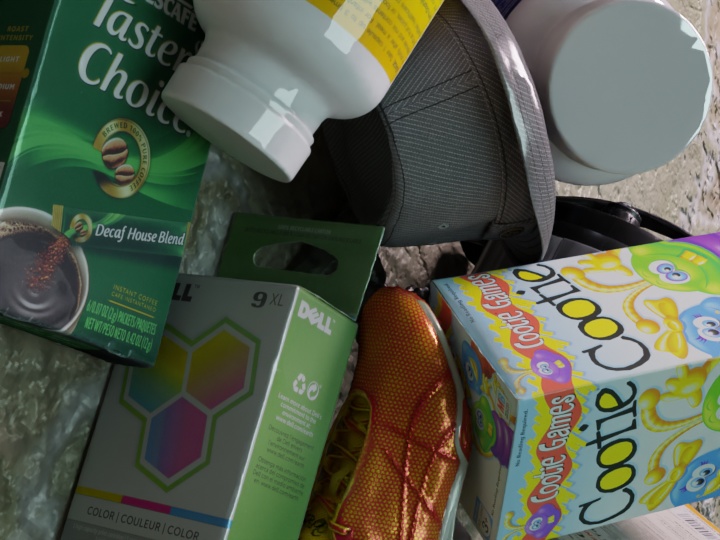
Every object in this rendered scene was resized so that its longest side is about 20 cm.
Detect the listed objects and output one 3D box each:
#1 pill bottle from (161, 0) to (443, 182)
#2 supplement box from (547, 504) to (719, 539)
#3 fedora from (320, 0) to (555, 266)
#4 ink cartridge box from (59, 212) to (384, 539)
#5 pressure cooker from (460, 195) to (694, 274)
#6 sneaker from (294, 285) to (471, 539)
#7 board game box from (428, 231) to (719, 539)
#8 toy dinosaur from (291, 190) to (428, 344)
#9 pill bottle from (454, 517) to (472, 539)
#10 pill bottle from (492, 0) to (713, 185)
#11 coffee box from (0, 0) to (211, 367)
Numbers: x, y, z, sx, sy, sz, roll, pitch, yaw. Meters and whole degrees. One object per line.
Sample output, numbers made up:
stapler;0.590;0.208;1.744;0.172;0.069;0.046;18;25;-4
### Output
pill bottle;-0.010;-0.145;0.666;0.201;0.104;0.104;-58;139;-7
supplement box;0.142;0.207;0.814;0.199;0.073;0.127;8;115;-52
fedora;0.031;-0.071;0.770;0.090;0.200;0.178;-21;88;-9
ink cartridge box;-0.068;0.056;0.707;0.059;0.103;0.201;35;67;-51
pressure cooker;0.146;0.048;0.916;0.175;0.178;0.201;33;75;-18
sneaker;0.008;0.108;0.703;0.077;0.073;0.201;5;86;-32
board game box;0.142;0.058;0.747;0.199;0.103;0.105;-10;127;-19
toy dinosaur;0.000;0.000;0.841;0.088;0.047;0.200;55;49;-20
pill bottle;-0.023;0.217;0.780;0.200;0.112;0.113;-57;135;-33
pill bottle;0.124;-0.112;0.815;0.200;0.119;0.121;-127;-143;-77
coffee box;-0.125;-0.067;0.665;0.123;0.044;0.201;29;71;-51
